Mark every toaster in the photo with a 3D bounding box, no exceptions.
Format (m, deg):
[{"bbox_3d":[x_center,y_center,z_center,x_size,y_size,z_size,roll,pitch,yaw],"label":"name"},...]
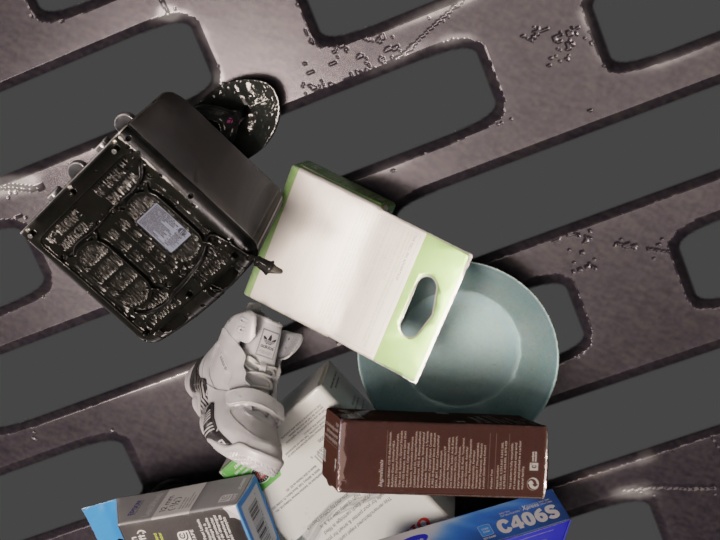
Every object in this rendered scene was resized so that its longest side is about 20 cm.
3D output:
[{"bbox_3d":[-0.187,-0.045,1.313,0.200,0.119,0.181,43,124,-13],"label":"toaster"}]

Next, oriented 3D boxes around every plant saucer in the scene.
[{"bbox_3d":[0.098,0.082,1.389,0.201,0.039,0.201,2,107,6],"label":"plant saucer"}]

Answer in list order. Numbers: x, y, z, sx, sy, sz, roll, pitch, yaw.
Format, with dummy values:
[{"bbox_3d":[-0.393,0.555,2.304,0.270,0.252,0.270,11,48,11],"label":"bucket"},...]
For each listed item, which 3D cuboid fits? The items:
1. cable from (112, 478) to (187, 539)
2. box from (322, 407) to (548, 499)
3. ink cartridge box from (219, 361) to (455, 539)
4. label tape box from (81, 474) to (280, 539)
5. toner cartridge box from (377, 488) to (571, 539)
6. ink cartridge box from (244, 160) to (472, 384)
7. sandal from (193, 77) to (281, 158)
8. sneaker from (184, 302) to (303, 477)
[{"bbox_3d":[-0.182,0.318,1.481,0.163,0.051,0.200,-5,105,8],"label":"cable"},{"bbox_3d":[0.069,0.173,1.319,0.200,0.100,0.075,2,90,-10],"label":"box"},{"bbox_3d":[-0.020,0.218,1.417,0.147,0.083,0.200,-41,97,14],"label":"ink cartridge box"},{"bbox_3d":[-0.179,0.295,1.399,0.200,0.066,0.144,-13,110,18],"label":"label tape box"},{"bbox_3d":[0.105,0.285,1.379,0.200,0.043,0.095,-12,136,-20],"label":"toner cartridge box"},{"bbox_3d":[0.000,0.000,1.347,0.200,0.048,0.146,27,107,13],"label":"ink cartridge box"},{"bbox_3d":[-0.166,-0.122,1.355,0.200,0.048,0.075,-26,101,13],"label":"sandal"},{"bbox_3d":[-0.105,0.109,1.347,0.075,0.200,0.115,26,102,-30],"label":"sneaker"}]
